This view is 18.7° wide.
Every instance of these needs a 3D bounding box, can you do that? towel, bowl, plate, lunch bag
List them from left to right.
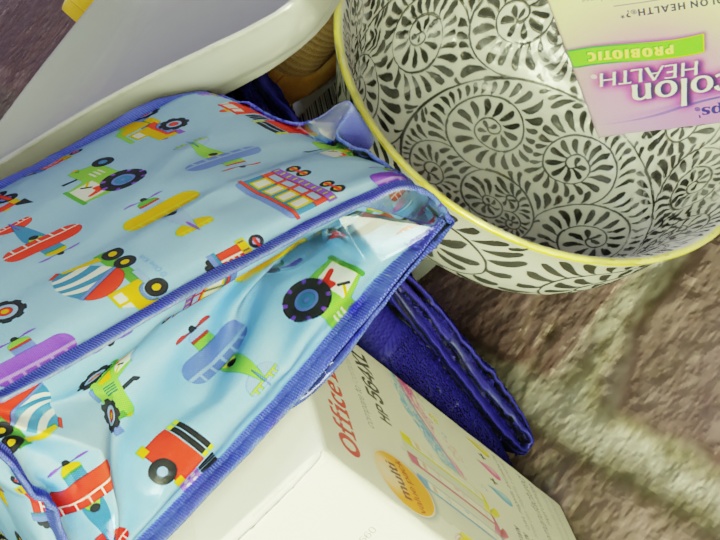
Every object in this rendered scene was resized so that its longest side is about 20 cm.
[{"bbox_3d":[-0.075,0.000,0.783,0.200,0.094,0.150,-40,35,-19],"label":"lunch bag"},{"bbox_3d":[-0.063,-0.115,0.949,0.200,0.032,0.200,-23,26,33],"label":"plate"},{"bbox_3d":[0.000,0.000,0.952,0.049,0.200,0.148,-34,30,3],"label":"towel"},{"bbox_3d":[0.066,-0.058,0.973,0.094,0.200,0.201,122,165,-47],"label":"bowl"}]

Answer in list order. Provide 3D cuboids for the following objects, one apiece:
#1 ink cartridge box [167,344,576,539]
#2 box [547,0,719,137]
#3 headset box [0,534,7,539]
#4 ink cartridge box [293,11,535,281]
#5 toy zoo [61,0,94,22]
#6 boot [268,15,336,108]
[{"bbox_3d":[-0.015,0.113,0.829,0.125,0.200,0.129,-44,29,13],"label":"ink cartridge box"},{"bbox_3d":[0.156,-0.163,0.857,0.175,0.200,0.097,-6,46,21],"label":"box"},{"bbox_3d":[-0.291,0.170,1.169,0.174,0.200,0.093,-36,31,27],"label":"headset box"},{"bbox_3d":[0.034,-0.108,1.150,0.146,0.083,0.200,-41,29,17],"label":"ink cartridge box"},{"bbox_3d":[-0.092,-0.204,1.163,0.131,0.020,0.200,-37,-17,-47],"label":"toy zoo"},{"bbox_3d":[-0.010,-0.142,1.084,0.144,0.071,0.201,-35,9,46],"label":"boot"}]
